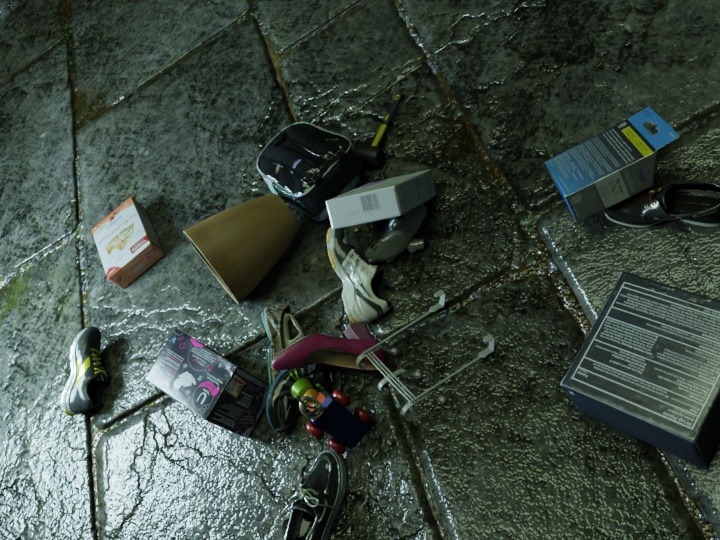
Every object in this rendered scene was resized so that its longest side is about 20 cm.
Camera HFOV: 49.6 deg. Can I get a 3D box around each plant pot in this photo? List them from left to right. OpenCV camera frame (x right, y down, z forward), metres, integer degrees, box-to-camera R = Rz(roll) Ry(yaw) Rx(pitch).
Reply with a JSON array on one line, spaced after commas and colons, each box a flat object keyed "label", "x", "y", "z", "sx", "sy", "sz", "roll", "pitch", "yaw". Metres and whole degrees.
[{"label": "plant pot", "x": -0.229, "y": -0.064, "z": 1.606, "sx": 0.200, "sy": 0.187, "sz": 0.186, "roll": -38, "pitch": 48, "yaw": -10}]

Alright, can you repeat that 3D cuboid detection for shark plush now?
[{"label": "shark plush", "x": 0.053, "y": -0.051, "z": 1.513, "sx": 0.200, "sy": 0.091, "sz": 0.083, "roll": -46, "pitch": 25, "yaw": 24}]

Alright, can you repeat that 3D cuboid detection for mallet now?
[{"label": "mallet", "x": 0.040, "y": -0.306, "z": 1.682, "sx": 0.066, "sy": 0.041, "sz": 0.201, "roll": 3, "pitch": 59, "yaw": 29}]

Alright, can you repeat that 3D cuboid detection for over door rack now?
[{"label": "over door rack", "x": 0.113, "y": 0.148, "z": 1.325, "sx": 0.200, "sy": 0.067, "sz": 0.148, "roll": -37, "pitch": 51, "yaw": -12}]

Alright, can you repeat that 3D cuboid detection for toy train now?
[{"label": "toy train", "x": -0.078, "y": 0.218, "z": 1.304, "sx": 0.085, "sy": 0.200, "sz": 0.116, "roll": -50, "pitch": 44, "yaw": -6}]

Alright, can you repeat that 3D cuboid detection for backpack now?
[{"label": "backpack", "x": -0.110, "y": -0.213, "z": 1.632, "sx": 0.200, "sy": 0.151, "sz": 0.178, "roll": 32, "pitch": 73, "yaw": 32}]

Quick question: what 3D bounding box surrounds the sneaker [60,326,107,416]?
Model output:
[{"label": "sneaker", "x": -0.587, "y": 0.220, "z": 1.704, "sx": 0.084, "sy": 0.074, "sz": 0.201, "roll": -5, "pitch": 67, "yaw": 22}]

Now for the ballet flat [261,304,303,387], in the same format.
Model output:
[{"label": "ballet flat", "x": -0.144, "y": 0.141, "z": 1.485, "sx": 0.075, "sy": 0.068, "sz": 0.200, "roll": -19, "pitch": 49, "yaw": 8}]

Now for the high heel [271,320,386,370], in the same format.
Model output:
[{"label": "high heel", "x": -0.052, "y": 0.157, "z": 1.357, "sx": 0.199, "sy": 0.067, "sz": 0.096, "roll": -20, "pitch": 64, "yaw": -23}]

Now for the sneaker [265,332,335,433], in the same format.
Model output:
[{"label": "sneaker", "x": -0.099, "y": 0.204, "z": 1.409, "sx": 0.083, "sy": 0.071, "sz": 0.200, "roll": 21, "pitch": 70, "yaw": 45}]

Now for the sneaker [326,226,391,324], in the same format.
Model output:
[{"label": "sneaker", "x": 0.000, "y": 0.000, "z": 1.465, "sx": 0.087, "sy": 0.076, "sz": 0.201, "roll": -23, "pitch": 75, "yaw": 15}]

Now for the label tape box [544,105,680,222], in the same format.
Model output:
[{"label": "label tape box", "x": 0.428, "y": -0.180, "z": 1.314, "sx": 0.200, "sy": 0.063, "sz": 0.144, "roll": -27, "pitch": 29, "yaw": 14}]

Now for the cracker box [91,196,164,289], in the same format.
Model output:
[{"label": "cracker box", "x": -0.563, "y": -0.069, "z": 1.877, "sx": 0.134, "sy": 0.058, "sz": 0.200, "roll": -39, "pitch": 49, "yaw": 4}]

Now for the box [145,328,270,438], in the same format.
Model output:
[{"label": "box", "x": -0.285, "y": 0.215, "z": 1.474, "sx": 0.200, "sy": 0.132, "sz": 0.115, "roll": 23, "pitch": 78, "yaw": 39}]

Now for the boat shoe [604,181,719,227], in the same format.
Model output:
[{"label": "boat shoe", "x": 0.493, "y": -0.112, "z": 1.262, "sx": 0.201, "sy": 0.063, "sz": 0.074, "roll": 5, "pitch": 66, "yaw": 35}]

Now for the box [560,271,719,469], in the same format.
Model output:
[{"label": "box", "x": 0.426, "y": 0.137, "z": 1.099, "sx": 0.200, "sy": 0.123, "sz": 0.199, "roll": 22, "pitch": 73, "yaw": 41}]

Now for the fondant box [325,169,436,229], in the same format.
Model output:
[{"label": "fondant box", "x": 0.043, "y": -0.136, "z": 1.472, "sx": 0.144, "sy": 0.200, "sz": 0.058, "roll": -10, "pitch": 100, "yaw": 26}]

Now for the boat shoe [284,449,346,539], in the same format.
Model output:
[{"label": "boat shoe", "x": -0.082, "y": 0.387, "z": 1.281, "sx": 0.073, "sy": 0.068, "sz": 0.200, "roll": 6, "pitch": 64, "yaw": 34}]
